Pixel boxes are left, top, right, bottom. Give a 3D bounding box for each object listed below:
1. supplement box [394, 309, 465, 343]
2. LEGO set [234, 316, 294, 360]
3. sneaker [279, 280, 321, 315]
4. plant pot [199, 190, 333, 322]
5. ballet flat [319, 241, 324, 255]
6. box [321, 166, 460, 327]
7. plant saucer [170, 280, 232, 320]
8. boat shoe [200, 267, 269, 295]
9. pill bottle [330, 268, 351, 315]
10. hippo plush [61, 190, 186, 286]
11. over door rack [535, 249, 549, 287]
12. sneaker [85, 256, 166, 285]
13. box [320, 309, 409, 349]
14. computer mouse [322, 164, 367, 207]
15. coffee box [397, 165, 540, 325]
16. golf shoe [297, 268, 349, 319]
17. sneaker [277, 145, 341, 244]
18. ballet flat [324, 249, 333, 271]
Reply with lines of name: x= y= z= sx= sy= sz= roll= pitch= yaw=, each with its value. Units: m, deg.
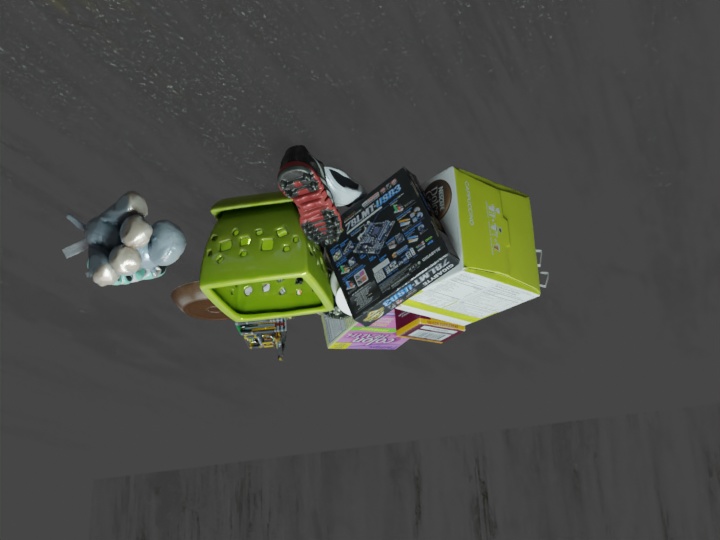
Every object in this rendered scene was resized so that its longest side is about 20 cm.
supplement box: x=0.130 y=0.030 z=1.794 sx=0.110 sy=0.201 sz=0.086 roll=11 pitch=154 yaw=-29
LEGO set: x=-0.195 y=0.086 z=1.957 sx=0.115 sy=0.154 sz=0.200 roll=-5 pitch=143 yaw=4
sneaker: x=-0.081 y=0.049 z=1.979 sx=0.200 sy=0.079 sz=0.079 roll=20 pitch=154 yaw=-41
plant pot: x=-0.163 y=-0.030 z=1.641 sx=0.199 sy=0.182 sz=0.199 roll=-6 pitch=157 yaw=10
ballet flat: x=-0.169 y=-0.031 z=1.793 sx=0.199 sy=0.067 sz=0.057 roll=-1 pitch=168 yaw=0
box: x=0.042 y=-0.040 z=1.540 sx=0.200 sy=0.199 sz=0.050 roll=-36 pitch=143 yaw=17
plant saucer: x=-0.327 y=0.074 z=2.071 sx=0.199 sy=0.037 sz=0.201 roll=-2 pitch=157 yaw=-1
boat shoe: x=-0.246 y=0.005 z=1.844 sx=0.199 sy=0.072 sz=0.066 roll=6 pitch=164 yaw=45
pill bottle: x=0.000 y=0.000 z=1.690 sx=0.104 sy=0.200 sz=0.105 roll=3 pitch=121 yaw=4
hippo plush: x=-0.404 y=-0.032 z=1.638 sx=0.199 sy=0.160 sz=0.161 roll=-17 pitch=153 yaw=31
over door rack: x=0.301 y=0.021 z=1.969 sx=0.199 sy=0.067 sz=0.148 roll=-8 pitch=158 yaw=14
sneaker: x=-0.488 y=-0.003 z=1.773 sx=0.139 sy=0.078 sz=0.200 roll=-8 pitch=174 yaw=27
box: x=0.043 y=0.081 z=1.900 sx=0.175 sy=0.097 sz=0.200 roll=4 pitch=151 yaw=-33
computer mouse: x=-0.031 y=-0.126 z=1.602 sx=0.109 sy=0.044 sz=0.200 roll=-16 pitch=154 yaw=32
coffee box: x=0.176 y=-0.037 z=1.635 sx=0.199 sy=0.201 sz=0.197 roll=16 pitch=151 yaw=-36
golf shoe: x=-0.057 y=0.033 z=1.794 sx=0.088 sy=0.078 sz=0.200 roll=8 pitch=-160 yaw=-39
sneaker: x=-0.080 y=-0.127 z=1.507 sx=0.071 sy=0.098 sz=0.201 roll=-14 pitch=140 yaw=11
ballet flat: x=-0.037 y=-0.012 z=1.858 sx=0.062 sy=0.068 sz=0.200 roll=0 pitch=160 yaw=26
